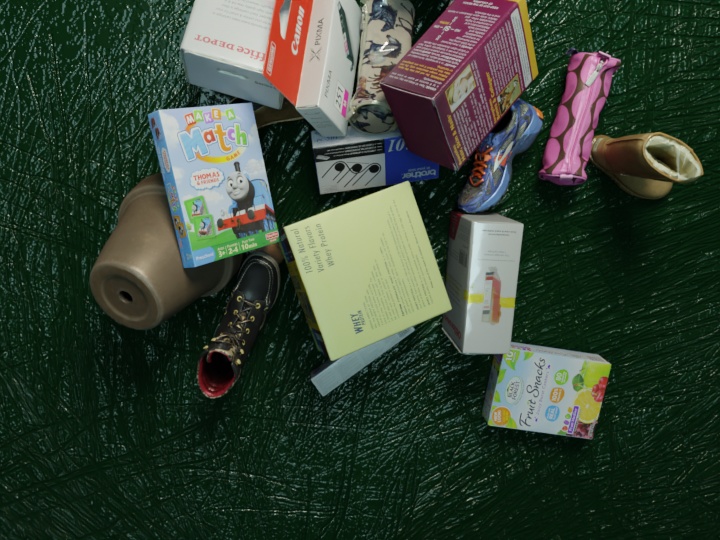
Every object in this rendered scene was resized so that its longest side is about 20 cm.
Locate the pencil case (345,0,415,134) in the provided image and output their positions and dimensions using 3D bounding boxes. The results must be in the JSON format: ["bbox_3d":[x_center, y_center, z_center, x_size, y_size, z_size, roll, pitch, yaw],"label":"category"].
[{"bbox_3d":[0.028,-0.302,0.835,0.087,0.078,0.205,12,74,-13],"label":"pencil case"}]

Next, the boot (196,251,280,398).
[{"bbox_3d":[-0.188,0.085,0.875,0.072,0.152,0.202,25,121,-7],"label":"boot"}]

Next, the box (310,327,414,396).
[{"bbox_3d":[0.003,0.139,0.980,0.198,0.039,0.042,-37,100,4],"label":"box"}]

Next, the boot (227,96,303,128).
[{"bbox_3d":[-0.116,-0.266,0.872,0.196,0.075,0.075,-24,98,-1],"label":"boot"}]

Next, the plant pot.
[{"bbox_3d":[-0.294,-0.015,0.826,0.195,0.176,0.204,9,126,13],"label":"plant pot"}]

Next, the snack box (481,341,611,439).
[{"bbox_3d":[0.327,0.211,1.008,0.195,0.053,0.146,9,100,-5],"label":"snack box"}]

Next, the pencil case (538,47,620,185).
[{"bbox_3d":[0.342,-0.236,0.897,0.088,0.094,0.205,10,101,-4],"label":"pencil case"}]

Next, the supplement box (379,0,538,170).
[{"bbox_3d":[0.140,-0.263,0.781,0.201,0.102,0.132,-49,140,-12],"label":"supplement box"}]

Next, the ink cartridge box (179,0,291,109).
[{"bbox_3d":[-0.156,-0.353,0.807,0.142,0.088,0.205,13,72,-7],"label":"ink cartridge box"}]

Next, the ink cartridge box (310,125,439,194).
[{"bbox_3d":[0.025,-0.181,0.891,0.195,0.045,0.095,-8,140,-2],"label":"ink cartridge box"}]

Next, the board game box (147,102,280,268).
[{"bbox_3d":[-0.197,-0.122,0.792,0.150,0.036,0.205,-21,104,-44],"label":"board game box"}]

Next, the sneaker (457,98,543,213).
[{"bbox_3d":[0.206,-0.184,0.902,0.078,0.075,0.203,29,90,-33],"label":"sneaker"}]

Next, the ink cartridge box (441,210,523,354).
[{"bbox_3d":[0.190,0.015,0.913,0.081,0.145,0.205,2,102,-5],"label":"ink cartridge box"}]

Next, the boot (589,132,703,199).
[{"bbox_3d":[0.448,-0.152,0.866,0.172,0.200,0.067,23,100,-8],"label":"boot"}]

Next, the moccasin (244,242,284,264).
[{"bbox_3d":[-0.193,-0.088,0.905,0.201,0.073,0.078,44,75,-11],"label":"moccasin"}]

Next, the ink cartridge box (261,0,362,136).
[{"bbox_3d":[-0.058,-0.317,0.788,0.043,0.173,0.205,3,79,23],"label":"ink cartridge box"}]

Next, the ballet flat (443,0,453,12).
[{"bbox_3d":[0.143,-0.356,0.845,0.075,0.064,0.203,30,84,5],"label":"ballet flat"}]

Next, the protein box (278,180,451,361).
[{"bbox_3d":[0.000,0.000,0.869,0.196,0.135,0.203,-21,93,-13],"label":"protein box"}]
